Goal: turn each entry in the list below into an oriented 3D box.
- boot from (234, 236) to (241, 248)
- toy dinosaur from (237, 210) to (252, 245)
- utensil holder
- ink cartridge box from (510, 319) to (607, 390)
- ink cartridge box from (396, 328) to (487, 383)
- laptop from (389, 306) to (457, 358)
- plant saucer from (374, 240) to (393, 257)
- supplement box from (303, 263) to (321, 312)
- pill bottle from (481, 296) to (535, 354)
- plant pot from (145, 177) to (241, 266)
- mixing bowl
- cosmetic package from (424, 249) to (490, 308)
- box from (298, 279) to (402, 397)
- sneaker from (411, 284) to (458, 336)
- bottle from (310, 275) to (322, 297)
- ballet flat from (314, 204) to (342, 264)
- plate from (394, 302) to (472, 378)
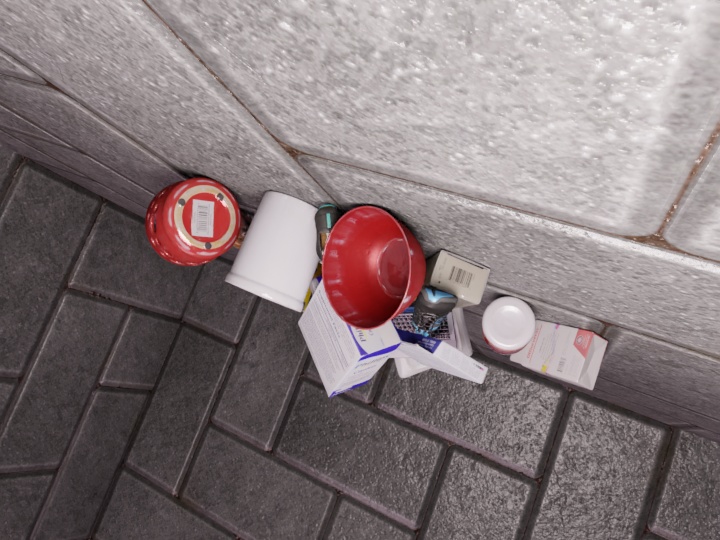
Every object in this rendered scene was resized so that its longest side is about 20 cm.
[{"bbox_3d":[-0.301,-0.089,1.697,0.198,0.075,0.154,12,180,-31],"label":"boot"},{"bbox_3d":[-0.311,-0.120,1.487,0.199,0.086,0.136,38,163,6],"label":"toy dinosaur"},{"bbox_3d":[-0.164,-0.039,1.142,0.168,0.203,0.170,20,172,3],"label":"utensil holder"},{"bbox_3d":[0.454,0.188,1.282,0.067,0.118,0.199,25,173,-31],"label":"ink cartridge box"},{"bbox_3d":[0.134,0.164,1.158,0.199,0.044,0.195,34,166,-30],"label":"ink cartridge box"},{"bbox_3d":[0.111,0.142,1.244,0.184,0.203,0.116,-3,-155,20],"label":"laptop"},{"bbox_3d":[0.043,-0.018,1.109,0.199,0.038,0.201,36,160,15],"label":"plant saucer"},{"bbox_3d":[-0.144,0.001,1.398,0.107,0.111,0.200,21,-156,5],"label":"supplement box"},{"bbox_3d":[0.330,0.130,1.244,0.112,0.114,0.200,19,172,16],"label":"pill bottle"},{"bbox_3d":[-0.378,-0.113,1.276,0.199,0.203,0.182,26,165,-31],"label":"plant pot"},{"bbox_3d":[0.038,-0.005,0.946,0.198,0.203,0.108,15,-170,40],"label":"mixing bowl"},{"bbox_3d":[0.173,0.023,1.096,0.104,0.072,0.200,22,173,-3],"label":"cosmetic package"},{"bbox_3d":[-0.028,0.127,1.136,0.104,0.186,0.201,-12,153,-31],"label":"box"},{"bbox_3d":[0.132,0.079,1.017,0.072,0.083,0.200,20,172,11],"label":"sneaker"},{"bbox_3d":[-0.015,0.018,1.237,0.197,0.066,0.084,-15,155,-14],"label":"bottle"},{"bbox_3d":[-0.056,-0.042,1.069,0.067,0.069,0.201,-11,148,2],"label":"ballet flat"},{"bbox_3d":[0.169,0.160,1.354,0.197,0.203,0.032,-17,-158,-1],"label":"plate"}]
